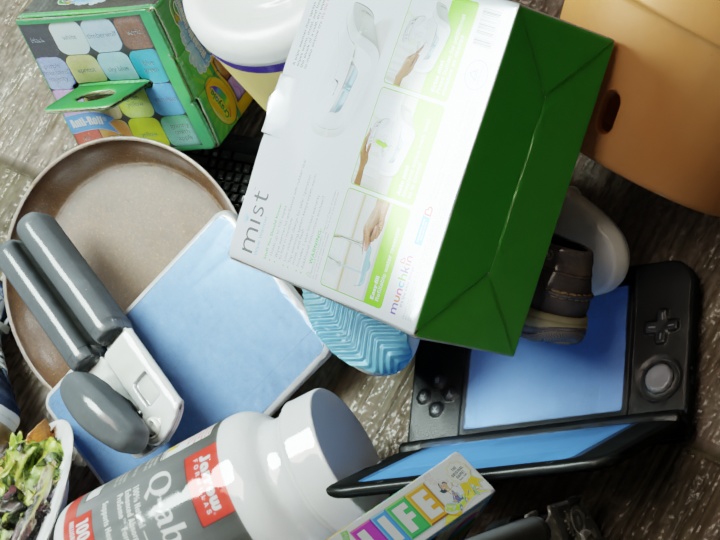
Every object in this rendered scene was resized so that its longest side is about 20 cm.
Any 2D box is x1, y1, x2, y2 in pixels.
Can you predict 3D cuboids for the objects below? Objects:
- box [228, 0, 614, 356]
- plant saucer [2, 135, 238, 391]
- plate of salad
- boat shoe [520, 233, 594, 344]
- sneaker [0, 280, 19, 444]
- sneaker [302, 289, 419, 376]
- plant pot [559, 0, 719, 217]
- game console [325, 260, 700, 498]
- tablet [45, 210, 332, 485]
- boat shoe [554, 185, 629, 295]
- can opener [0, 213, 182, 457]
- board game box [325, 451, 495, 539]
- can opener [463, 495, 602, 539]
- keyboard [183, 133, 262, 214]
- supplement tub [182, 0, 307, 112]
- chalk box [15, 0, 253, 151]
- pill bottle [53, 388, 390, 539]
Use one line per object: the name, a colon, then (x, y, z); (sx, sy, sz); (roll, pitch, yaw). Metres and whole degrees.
box: (0.031, -0.072, 1.561); (0.176, 0.096, 0.201); (20, 95, 45)
plant saucer: (-0.156, 0.006, 1.814); (0.199, 0.034, 0.202); (2, 96, 25)
plate of salad: (-0.253, 0.188, 1.770); (0.200, 0.048, 0.200); (-50, 22, 29)
boat shoe: (0.077, -0.026, 1.625); (0.200, 0.074, 0.074); (35, 110, 37)
sneaker: (-0.273, 0.055, 1.860); (0.109, 0.070, 0.200); (-59, 25, -9)
sneaker: (0.000, 0.000, 1.715); (0.076, 0.081, 0.200); (-42, 42, 13)
plant pot: (0.200, -0.125, 1.601); (0.200, 0.200, 0.141); (38, 107, 40)
game console: (0.095, 0.067, 1.605); (0.199, 0.116, 0.177); (-8, 62, 30)
tablet: (-0.118, 0.071, 1.769); (0.200, 0.014, 0.130); (-46, 70, 18)
boat shoe: (0.109, -0.037, 1.683); (0.200, 0.068, 0.072); (19, 116, 46)
can opener: (-0.190, 0.042, 1.747); (0.053, 0.067, 0.200); (-49, 61, 20)
board game box: (-0.009, 0.203, 1.532); (0.034, 0.134, 0.200); (45, 137, 17)
can opener: (0.081, 0.174, 1.517); (0.067, 0.200, 0.054); (-19, 85, 33)
keyboard: (-0.110, -0.041, 1.862); (0.199, 0.021, 0.128); (10, 72, 38)
supplement tub: (-0.013, -0.157, 1.733); (0.145, 0.200, 0.146); (-14, 56, 22)
chalk box: (-0.147, -0.161, 1.834); (0.124, 0.124, 0.200); (0, 40, 33)
pill bottle: (-0.088, 0.161, 1.679); (0.199, 0.116, 0.116); (-29, 53, 18)
